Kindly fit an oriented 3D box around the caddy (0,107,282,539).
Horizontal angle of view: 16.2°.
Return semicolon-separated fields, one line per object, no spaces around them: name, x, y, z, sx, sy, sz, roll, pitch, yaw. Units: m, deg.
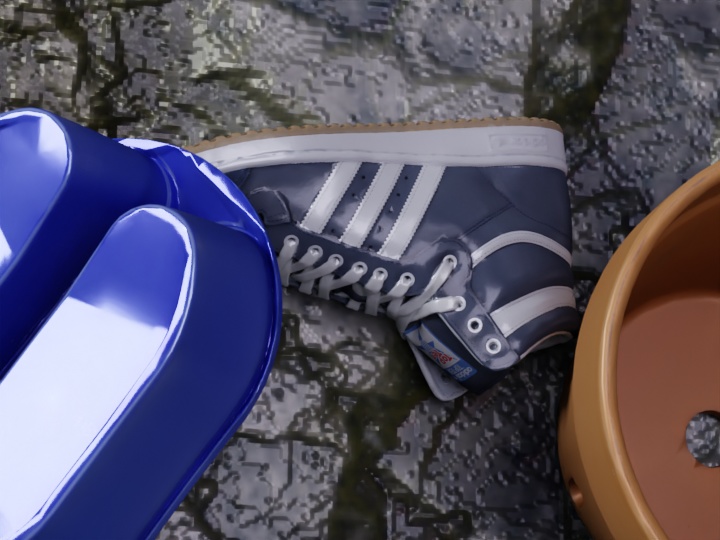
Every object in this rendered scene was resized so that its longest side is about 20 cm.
caddy;-0.120;0.036;0.948;0.141;0.105;0.200;38;90;23

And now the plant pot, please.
plant pot;0.166;0.061;1.022;0.199;0.140;0.201;4;77;-15

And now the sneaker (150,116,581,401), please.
sneaker;0.000;0.000;1.025;0.199;0.070;0.109;-5;78;-20
